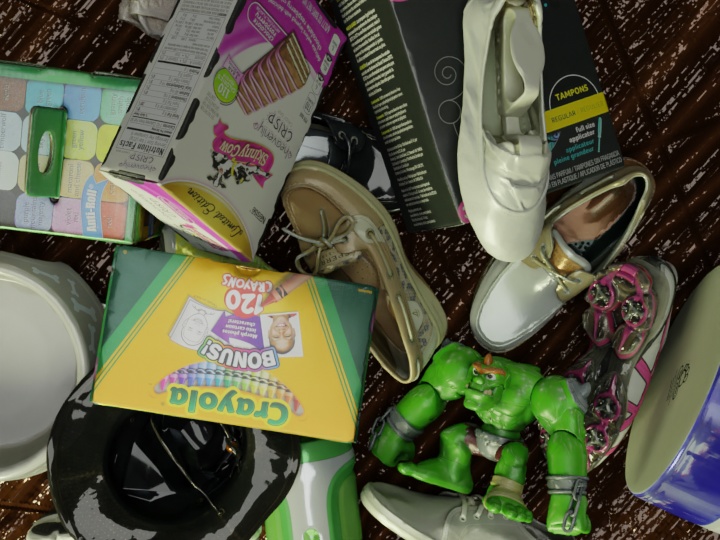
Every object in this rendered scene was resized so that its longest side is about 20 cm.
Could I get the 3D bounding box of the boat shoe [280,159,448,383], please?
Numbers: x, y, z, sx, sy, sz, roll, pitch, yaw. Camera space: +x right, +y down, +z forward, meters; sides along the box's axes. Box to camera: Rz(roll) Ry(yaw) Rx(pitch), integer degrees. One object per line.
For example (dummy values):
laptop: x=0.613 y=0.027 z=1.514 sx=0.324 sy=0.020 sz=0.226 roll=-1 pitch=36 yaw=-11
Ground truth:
boat shoe: x=0.000 y=0.000 z=1.070 sx=0.073 sy=0.063 sz=0.200 roll=-25 pitch=113 yaw=38

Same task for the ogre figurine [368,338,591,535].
ogre figurine: x=0.105 y=0.127 z=1.078 sx=0.098 sy=0.200 sz=0.121 roll=21 pitch=86 yaw=-36

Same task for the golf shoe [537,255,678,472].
golf shoe: x=0.213 y=0.082 z=1.102 sx=0.072 sy=0.092 sz=0.201 roll=35 pitch=118 yaw=32

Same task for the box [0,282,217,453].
box: x=-0.208 y=0.081 z=1.116 sx=0.199 sy=0.035 sz=0.111 roll=11 pitch=95 yaw=-2

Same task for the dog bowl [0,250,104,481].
dog bowl: x=-0.298 y=0.077 z=1.067 sx=0.199 sy=0.059 sz=0.201 roll=0 pitch=96 yaw=0

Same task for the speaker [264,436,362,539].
speaker: x=-0.037 y=0.234 z=1.106 sx=0.088 sy=0.088 sz=0.201 roll=-6 pitch=95 yaw=0

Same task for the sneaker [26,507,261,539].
sneaker: x=-0.177 y=0.232 z=1.120 sx=0.199 sy=0.081 sz=0.084 roll=-8 pitch=108 yaw=9

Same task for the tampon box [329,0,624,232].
tampon box: x=0.089 y=-0.149 z=1.037 sx=0.149 sy=0.126 sz=0.201 roll=-20 pitch=95 yaw=-17

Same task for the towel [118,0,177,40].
towel: x=-0.114 y=-0.265 z=1.037 sx=0.132 sy=0.034 sz=0.201 roll=15 pitch=80 yaw=-43

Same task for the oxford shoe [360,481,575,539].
oxford shoe: x=0.094 y=0.211 z=1.111 sx=0.199 sy=0.075 sz=0.058 roll=23 pitch=105 yaw=-10

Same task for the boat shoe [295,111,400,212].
boat shoe: x=-0.036 y=-0.092 z=1.088 sx=0.198 sy=0.066 sz=0.075 roll=19 pitch=94 yaw=-3

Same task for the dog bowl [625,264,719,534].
dog bowl: x=0.284 y=0.099 z=1.043 sx=0.078 sy=0.200 sz=0.201 roll=22 pitch=94 yaw=0

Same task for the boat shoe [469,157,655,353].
boat shoe: x=0.163 y=-0.014 z=1.097 sx=0.075 sy=0.068 sz=0.200 roll=39 pitch=93 yaw=-4

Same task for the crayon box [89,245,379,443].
crayon box: x=-0.094 y=0.057 z=1.006 sx=0.199 sy=0.058 sz=0.120 roll=9 pitch=83 yaw=-4

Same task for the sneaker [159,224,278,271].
sneaker: x=-0.076 y=0.021 z=1.082 sx=0.200 sy=0.076 sz=0.076 roll=43 pitch=134 yaw=-12

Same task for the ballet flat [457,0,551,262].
ballet flat: x=0.106 y=-0.107 z=0.941 sx=0.069 sy=0.069 sz=0.201 roll=-3 pitch=90 yaw=-1

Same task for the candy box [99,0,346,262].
candy box: x=-0.096 y=-0.126 z=0.988 sx=0.061 sy=0.136 sz=0.201 roll=14 pitch=74 yaw=32

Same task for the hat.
hat: x=-0.149 y=0.143 z=1.064 sx=0.199 sy=0.081 sz=0.202 roll=0 pitch=87 yaw=-8

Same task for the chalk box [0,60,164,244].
chalk box: x=-0.217 y=-0.089 z=1.018 sx=0.123 sy=0.200 sz=0.125 roll=7 pitch=95 yaw=-2
